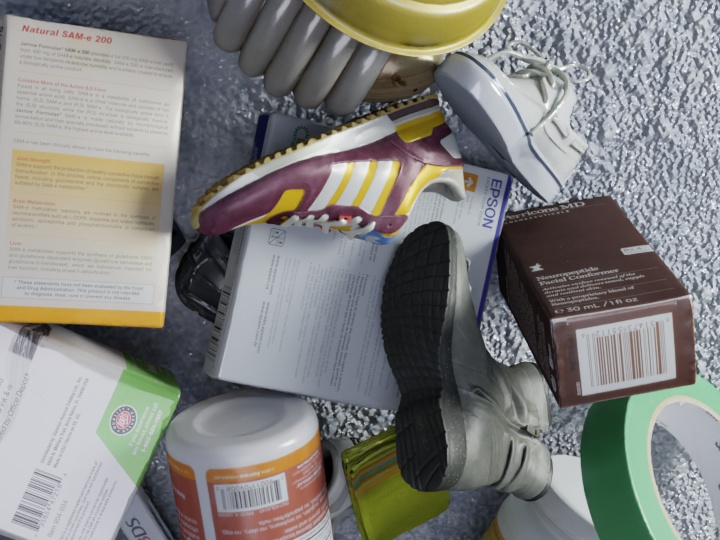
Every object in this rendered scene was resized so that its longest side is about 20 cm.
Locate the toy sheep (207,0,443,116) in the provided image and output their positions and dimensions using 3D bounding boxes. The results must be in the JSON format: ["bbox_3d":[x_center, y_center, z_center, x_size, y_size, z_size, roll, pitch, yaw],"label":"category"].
[{"bbox_3d":[-0.034,-0.179,0.876,0.200,0.138,0.138,29,109,-4],"label":"toy sheep"}]

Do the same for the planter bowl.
[{"bbox_3d":[0.037,-0.244,0.812,0.200,0.083,0.201,9,70,-26],"label":"planter bowl"}]

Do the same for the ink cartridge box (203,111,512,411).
[{"bbox_3d":[0.000,0.000,0.962,0.200,0.041,0.200,13,90,-22],"label":"ink cartridge box"}]

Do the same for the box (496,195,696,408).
[{"bbox_3d":[0.166,0.016,0.944,0.100,0.200,0.075,-10,112,-3],"label":"box"}]

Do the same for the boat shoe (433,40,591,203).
[{"bbox_3d":[0.123,-0.119,0.910,0.086,0.075,0.202,-49,147,3],"label":"boat shoe"}]

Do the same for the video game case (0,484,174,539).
[{"bbox_3d":[-0.254,0.250,1.071,0.200,0.023,0.182,-18,131,2],"label":"video game case"}]

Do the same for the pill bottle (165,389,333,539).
[{"bbox_3d":[-0.076,0.199,0.955,0.112,0.112,0.200,-7,108,-3],"label":"pill bottle"}]

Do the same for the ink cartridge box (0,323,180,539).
[{"bbox_3d":[-0.253,0.108,0.939,0.200,0.084,0.146,25,91,-14],"label":"ink cartridge box"}]

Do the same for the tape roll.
[{"bbox_3d":[0.260,0.178,1.030,0.200,0.201,0.048,39,135,-21],"label":"tape roll"}]

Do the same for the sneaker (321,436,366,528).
[{"bbox_3d":[-0.073,0.205,1.056,0.200,0.074,0.089,-48,147,7],"label":"sneaker"}]

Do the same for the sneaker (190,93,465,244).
[{"bbox_3d":[-0.016,-0.050,0.888,0.200,0.075,0.090,-25,98,-17],"label":"sneaker"}]

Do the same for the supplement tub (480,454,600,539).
[{"bbox_3d":[0.161,0.271,1.089,0.144,0.144,0.200,21,110,-15],"label":"supplement tub"}]

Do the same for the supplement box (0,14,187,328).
[{"bbox_3d":[-0.196,-0.065,0.877,0.126,0.074,0.200,4,93,-29],"label":"supplement box"}]

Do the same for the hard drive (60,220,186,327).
[{"bbox_3d":[-0.237,-0.057,0.950,0.135,0.042,0.200,-33,114,9],"label":"hard drive"}]

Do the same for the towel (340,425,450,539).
[{"bbox_3d":[0.034,0.173,1.032,0.086,0.018,0.200,-24,150,-9],"label":"towel"}]

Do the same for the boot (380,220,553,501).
[{"bbox_3d":[0.084,0.070,0.952,0.131,0.068,0.200,9,75,-43],"label":"boot"}]

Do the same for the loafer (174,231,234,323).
[{"bbox_3d":[-0.045,0.031,0.997,0.200,0.068,0.070,28,118,-14],"label":"loafer"}]
